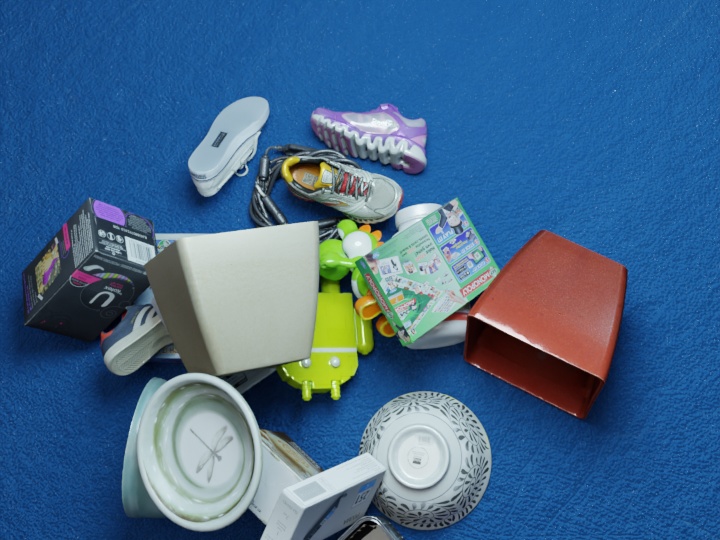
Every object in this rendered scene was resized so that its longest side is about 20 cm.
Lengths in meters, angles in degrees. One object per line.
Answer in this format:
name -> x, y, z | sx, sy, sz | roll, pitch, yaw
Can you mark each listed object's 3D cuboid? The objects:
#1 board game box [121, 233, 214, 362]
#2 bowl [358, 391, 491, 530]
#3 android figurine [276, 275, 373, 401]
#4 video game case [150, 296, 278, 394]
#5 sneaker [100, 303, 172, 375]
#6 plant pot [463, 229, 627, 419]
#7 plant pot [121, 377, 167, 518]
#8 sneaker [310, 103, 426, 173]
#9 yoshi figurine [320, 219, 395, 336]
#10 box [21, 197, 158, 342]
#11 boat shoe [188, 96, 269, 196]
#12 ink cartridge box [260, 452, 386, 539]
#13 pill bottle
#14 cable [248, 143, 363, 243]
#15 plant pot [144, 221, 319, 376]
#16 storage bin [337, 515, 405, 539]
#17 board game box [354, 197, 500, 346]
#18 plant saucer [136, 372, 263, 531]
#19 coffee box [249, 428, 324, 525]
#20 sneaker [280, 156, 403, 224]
board game box -> -0.271, 0.044, 1.576 | 0.197, 0.056, 0.199 | 1, 78, 10
bowl -> 0.089, 0.270, 1.445 | 0.197, 0.094, 0.204 | -2, 77, 8
android figurine -> -0.067, 0.097, 1.507 | 0.179, 0.041, 0.203 | 3, 69, -19
video game case -> -0.187, 0.079, 1.486 | 0.199, 0.022, 0.184 | -32, 92, -39
sneaker -> -0.305, 0.072, 1.514 | 0.198, 0.075, 0.085 | -29, 47, -10
plant pot -> 0.273, 0.065, 1.418 | 0.198, 0.200, 0.178 | 25, 72, 14
plant pot -> -0.251, 0.266, 1.457 | 0.132, 0.200, 0.203 | 8, 78, 3
sneaker -> 0.020, -0.224, 1.584 | 0.197, 0.081, 0.090 | 18, 74, 8
yoshi figurine -> -0.009, 0.011, 1.475 | 0.110, 0.113, 0.201 | -3, 41, -22
box -> -0.411, 0.004, 1.524 | 0.200, 0.121, 0.107 | -40, 49, 29
boat shoe -> -0.204, -0.191, 1.613 | 0.074, 0.087, 0.203 | 15, 51, 17
ink cartridge box -> -0.064, 0.350, 1.367 | 0.045, 0.199, 0.178 | 36, 114, 26
pill bottle -> 0.101, 0.009, 1.493 | 0.111, 0.113, 0.203 | -10, 75, 7
cable -> -0.080, -0.113, 1.584 | 0.197, 0.051, 0.165 | 15, 80, 12
plant pot -> -0.163, 0.050, 1.367 | 0.197, 0.199, 0.180 | -9, 85, -26
storage bin -> -0.008, 0.458, 1.418 | 0.200, 0.094, 0.135 | -43, 74, -1
board game box -> 0.099, -0.001, 1.410 | 0.199, 0.029, 0.136 | -32, 92, -34
plant saucer -> -0.201, 0.234, 1.308 | 0.197, 0.050, 0.204 | 0, 89, 27
coffee box -> -0.120, 0.290, 1.419 | 0.114, 0.200, 0.080 | 41, 88, 15
sneaker -> -0.032, -0.123, 1.512 | 0.197, 0.082, 0.079 | 13, 84, 15
